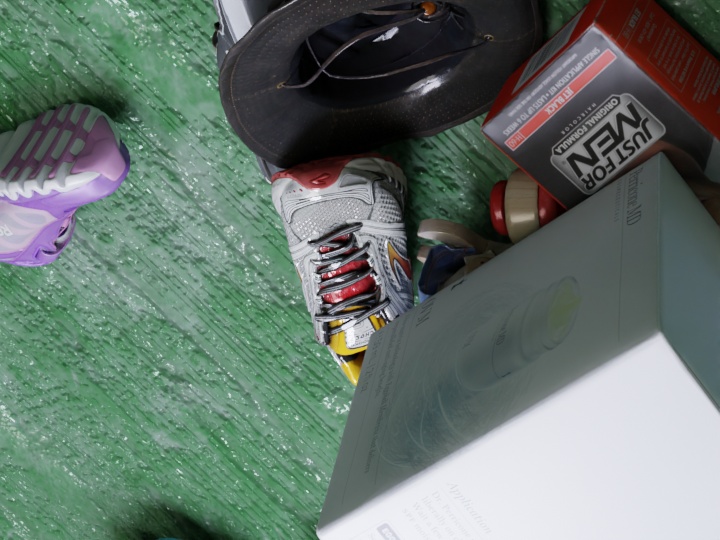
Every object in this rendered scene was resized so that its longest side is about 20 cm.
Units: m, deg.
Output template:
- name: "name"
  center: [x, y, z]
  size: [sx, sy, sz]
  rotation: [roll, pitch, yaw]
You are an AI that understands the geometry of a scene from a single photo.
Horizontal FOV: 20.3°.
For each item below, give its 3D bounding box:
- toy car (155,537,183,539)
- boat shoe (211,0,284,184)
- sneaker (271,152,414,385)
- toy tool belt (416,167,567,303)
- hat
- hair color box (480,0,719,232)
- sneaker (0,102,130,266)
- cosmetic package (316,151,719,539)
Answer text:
- name: "toy car"
  center: [-0.151, 0.280, 1.510]
  size: [0.150, 0.174, 0.200]
  rotation: [59, 145, 30]
- name: "boat shoe"
  center: [-0.056, -0.124, 1.161]
  size: [0.056, 0.069, 0.201]
  rotation: [1, 128, 31]
- name: "sneaker"
  center: [0.000, 0.000, 1.173]
  size: [0.077, 0.083, 0.200]
  rotation: [-12, 148, 7]
- name: "toy tool belt"
  center: [0.074, 0.029, 1.171]
  size: [0.122, 0.125, 0.201]
  rotation: [-1, 125, 21]
- name: "hat"
  center: [0.003, -0.139, 1.089]
  size: [0.201, 0.200, 0.081]
  rotation: [-47, 54, 45]
- name: "hair color box"
  center: [0.173, -0.052, 1.077]
  size: [0.200, 0.061, 0.101]
  rotation: [40, 131, -8]
- name: "sneaker"
  center: [-0.213, -0.046, 1.318]
  size: [0.199, 0.081, 0.089]
  rotation: [-11, 126, 42]
- name: "cosmetic package"
  center: [0.102, 0.072, 1.000]
  size: [0.199, 0.200, 0.123]
  rotation: [-32, 108, 21]
